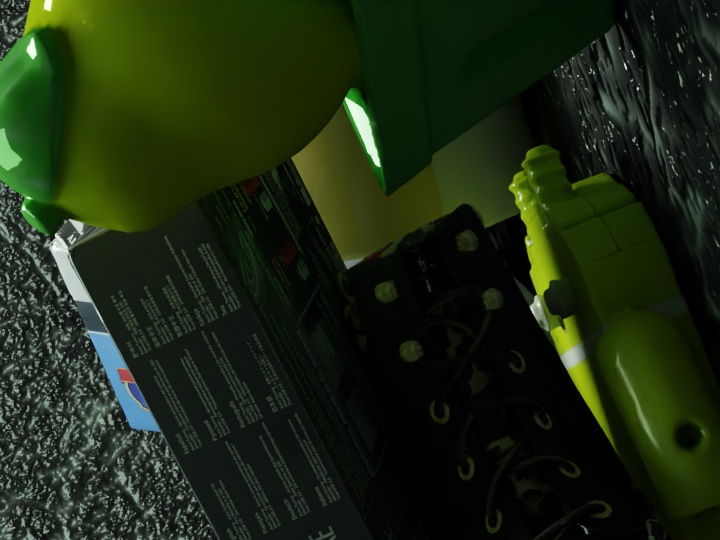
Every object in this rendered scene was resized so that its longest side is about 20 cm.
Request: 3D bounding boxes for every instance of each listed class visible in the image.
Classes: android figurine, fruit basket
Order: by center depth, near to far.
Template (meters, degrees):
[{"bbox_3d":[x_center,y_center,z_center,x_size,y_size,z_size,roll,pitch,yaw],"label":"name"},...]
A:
[{"bbox_3d":[-0.028,-0.103,0.589,0.216,0.215,0.156,78,170,-65],"label":"fruit basket"},{"bbox_3d":[0.102,0.050,0.743,0.182,0.041,0.201,108,140,-84],"label":"android figurine"}]

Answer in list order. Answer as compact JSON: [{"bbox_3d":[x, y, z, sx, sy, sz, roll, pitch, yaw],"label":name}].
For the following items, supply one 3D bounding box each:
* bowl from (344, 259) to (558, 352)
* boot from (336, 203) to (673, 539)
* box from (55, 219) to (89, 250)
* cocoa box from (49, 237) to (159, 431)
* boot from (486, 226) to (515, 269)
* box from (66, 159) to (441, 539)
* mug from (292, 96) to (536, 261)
[{"bbox_3d":[0.049,0.063,0.897,0.201,0.090,0.201,55,170,14],"label":"bowl"},{"bbox_3d":[0.047,0.059,0.665,0.154,0.073,0.204,63,179,-3],"label":"boot"},{"bbox_3d":[-0.055,-0.063,0.973,0.075,0.200,0.050,49,-165,28],"label":"box"},{"bbox_3d":[-0.048,-0.017,1.123,0.200,0.133,0.132,-54,-43,-41],"label":"cocoa box"},{"bbox_3d":[0.069,0.060,1.014,0.200,0.072,0.167,-147,43,-69],"label":"boot"},{"bbox_3d":[-0.019,0.053,0.709,0.201,0.050,0.158,63,-169,-10],"label":"box"},{"bbox_3d":[-0.012,-0.089,0.835,0.187,0.149,0.154,-43,-56,-67],"label":"mug"}]
